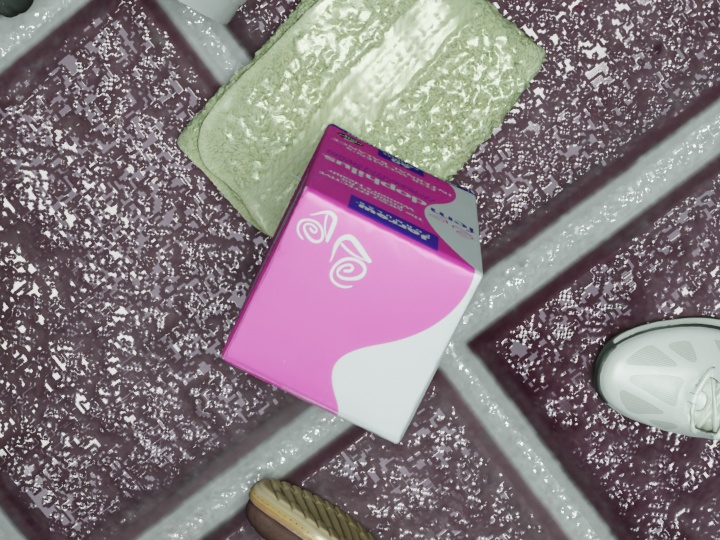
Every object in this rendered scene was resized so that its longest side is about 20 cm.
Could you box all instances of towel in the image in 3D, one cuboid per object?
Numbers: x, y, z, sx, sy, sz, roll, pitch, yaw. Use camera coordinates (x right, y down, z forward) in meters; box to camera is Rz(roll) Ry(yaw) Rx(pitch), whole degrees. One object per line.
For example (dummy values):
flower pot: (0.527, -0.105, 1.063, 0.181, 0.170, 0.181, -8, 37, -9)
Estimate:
towel: (0.002, -0.099, 0.977, 0.148, 0.036, 0.200, 42, 99, -7)

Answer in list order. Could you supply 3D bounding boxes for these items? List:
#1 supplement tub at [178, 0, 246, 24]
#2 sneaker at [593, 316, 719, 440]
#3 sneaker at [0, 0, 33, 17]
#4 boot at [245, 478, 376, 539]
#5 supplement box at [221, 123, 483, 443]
supplement tub: (-0.069, -0.254, 0.894, 0.145, 0.145, 0.200, 34, 100, -5)
sneaker: (0.243, 0.081, 0.964, 0.199, 0.115, 0.076, 9, 101, 0)
sneaker: (-0.194, -0.249, 0.934, 0.088, 0.074, 0.201, -4, 101, 4)
boot: (-0.034, 0.246, 1.023, 0.200, 0.072, 0.166, 41, 97, -10)
supplement box: (0.000, 0.000, 0.879, 0.101, 0.200, 0.104, 26, 105, -4)
